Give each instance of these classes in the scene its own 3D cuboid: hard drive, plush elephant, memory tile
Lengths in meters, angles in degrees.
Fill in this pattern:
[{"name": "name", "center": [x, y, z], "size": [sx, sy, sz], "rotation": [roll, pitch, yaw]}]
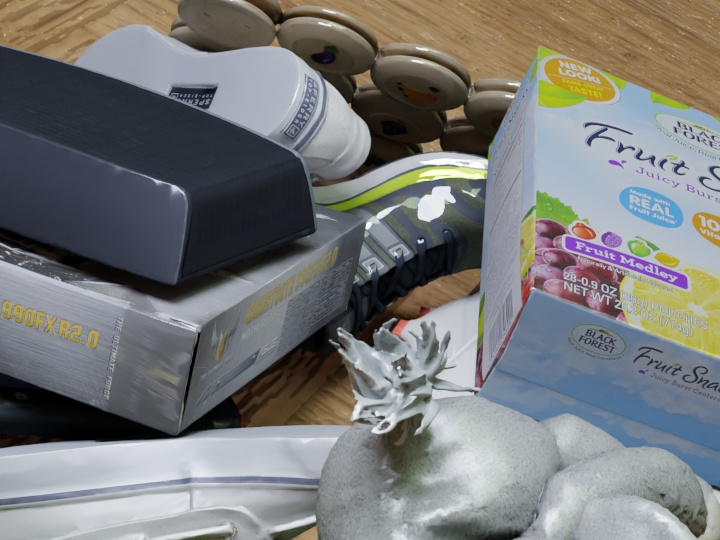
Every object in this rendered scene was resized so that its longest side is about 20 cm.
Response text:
[{"name": "hard drive", "center": [-0.127, -0.051, 0.937], "size": [0.199, 0.043, 0.135], "rotation": [20, 19, 22]}, {"name": "plush elephant", "center": [0.047, 0.126, 0.772], "size": [0.164, 0.200, 0.155], "rotation": [-19, 54, 10]}, {"name": "memory tile", "center": [-0.004, -0.086, 1.140], "size": [0.199, 0.153, 0.017], "rotation": [20, 69, -8]}]

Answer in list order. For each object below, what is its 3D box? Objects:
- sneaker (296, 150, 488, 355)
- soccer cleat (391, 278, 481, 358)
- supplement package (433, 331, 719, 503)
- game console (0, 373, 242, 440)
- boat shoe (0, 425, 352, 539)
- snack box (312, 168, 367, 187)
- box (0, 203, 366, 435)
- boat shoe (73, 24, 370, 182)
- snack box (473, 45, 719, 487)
[{"name": "sneaker", "center": [0.000, 0.000, 1.083], "size": [0.199, 0.074, 0.081], "rotation": [-9, 51, 2]}, {"name": "soccer cleat", "center": [0.087, 0.020, 1.141], "size": [0.077, 0.070, 0.200], "rotation": [17, 34, 24]}, {"name": "supplement package", "center": [0.103, 0.127, 0.948], "size": [0.200, 0.117, 0.117], "rotation": [33, 32, 12]}, {"name": "game console", "center": [-0.165, 0.022, 0.963], "size": [0.199, 0.031, 0.177], "rotation": [7, 19, -26]}, {"name": "boat shoe", "center": [-0.062, 0.097, 0.875], "size": [0.199, 0.066, 0.072], "rotation": [-4, 0, -3]}, {"name": "snack box", "center": [-0.078, -0.053, 1.183], "size": [0.199, 0.024, 0.072], "rotation": [2, 36, -32]}, {"name": "box", "center": [-0.104, -0.003, 0.958], "size": [0.158, 0.049, 0.200], "rotation": [18, 19, 15]}, {"name": "boat shoe", "center": [-0.071, -0.073, 1.087], "size": [0.070, 0.071, 0.199], "rotation": [32, -17, -39]}, {"name": "snack box", "center": [0.139, 0.002, 0.981], "size": [0.168, 0.068, 0.200], "rotation": [20, 32, -9]}]
